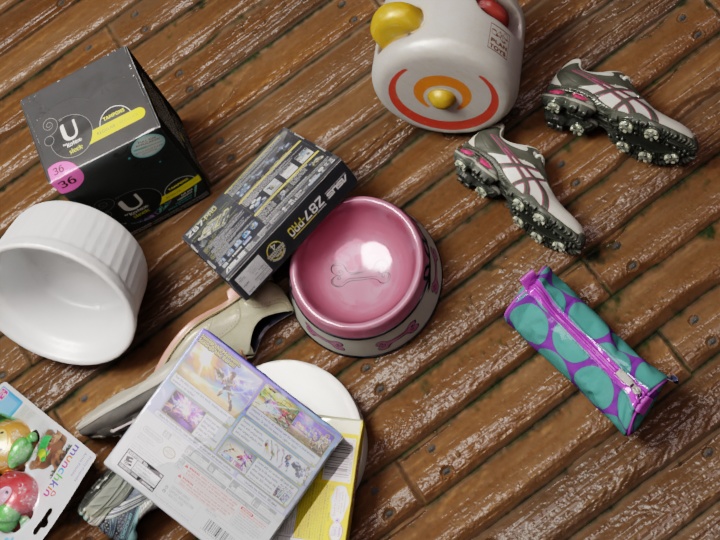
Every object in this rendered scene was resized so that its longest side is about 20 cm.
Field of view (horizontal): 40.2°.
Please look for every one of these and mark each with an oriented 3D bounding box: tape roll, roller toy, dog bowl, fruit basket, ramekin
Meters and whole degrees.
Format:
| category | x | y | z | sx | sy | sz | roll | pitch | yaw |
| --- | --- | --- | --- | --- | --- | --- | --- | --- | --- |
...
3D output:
| category | x | y | z | sx | sy | sz | roll | pitch | yaw |
| --- | --- | --- | --- | --- | --- | --- | --- | --- | --- |
| tape roll | -0.091 | 0.209 | 1.170 | 0.198 | 0.037 | 0.207 | -3 | 72 | 9 |
| roller toy | 0.107 | -0.260 | 1.197 | 0.179 | 0.201 | 0.142 | 7 | 66 | 8 |
| dog bowl | 0.000 | 0.000 | 1.201 | 0.196 | 0.074 | 0.204 | -3 | 73 | 9 |
| fruit basket | -0.431 | 0.252 | 1.175 | 0.198 | 0.094 | 0.187 | 26 | 78 | 37 |
| ramekin | -0.355 | 0.012 | 1.197 | 0.196 | 0.203 | 0.099 | 2 | 43 | 11 |

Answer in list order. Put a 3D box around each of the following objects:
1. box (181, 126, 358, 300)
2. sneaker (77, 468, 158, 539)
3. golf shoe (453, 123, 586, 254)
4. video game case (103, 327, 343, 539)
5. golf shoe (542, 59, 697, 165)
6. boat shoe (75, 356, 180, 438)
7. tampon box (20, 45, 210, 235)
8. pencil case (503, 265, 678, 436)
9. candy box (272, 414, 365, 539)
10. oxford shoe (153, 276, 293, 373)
| category | x | y | z | sx | sy | sz | roll | pitch | yaw |
| --- | --- | --- | --- | --- | --- | --- | --- | --- | --- |
| box | -0.117 | -0.075 | 1.218 | 0.200 | 0.049 | 0.161 | -48 | 38 | -7 |
| sneaker | -0.241 | 0.238 | 1.180 | 0.200 | 0.077 | 0.087 | -47 | 105 | -19 |
| golf shoe | 0.206 | -0.104 | 1.197 | 0.088 | 0.077 | 0.200 | -44 | 71 | -13 |
| video game case | -0.149 | 0.197 | 1.087 | 0.199 | 0.045 | 0.182 | 37 | 85 | 2 |
| golf shoe | 0.322 | -0.198 | 1.198 | 0.197 | 0.077 | 0.089 | 25 | 70 | 16 |
| boat shoe | -0.267 | 0.169 | 1.176 | 0.198 | 0.067 | 0.057 | -31 | 99 | 32 |
| tampon box | -0.301 | -0.152 | 1.237 | 0.148 | 0.200 | 0.128 | -27 | 69 | 1 |
| pencil case | 0.256 | 0.088 | 1.116 | 0.085 | 0.093 | 0.200 | -44 | 69 | -5 |
| candy box | -0.057 | 0.265 | 1.112 | 0.100 | 0.026 | 0.204 | 5 | 74 | 15 |
| oxford shoe | -0.170 | 0.087 | 1.206 | 0.200 | 0.071 | 0.074 | -43 | 74 | -5 |
